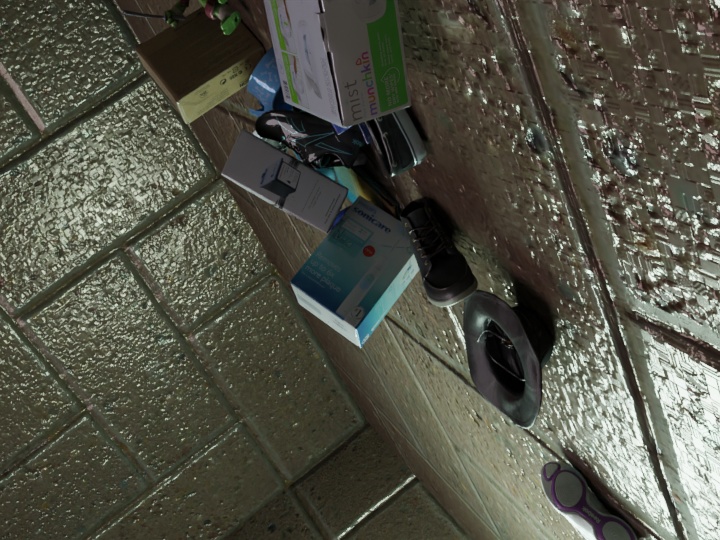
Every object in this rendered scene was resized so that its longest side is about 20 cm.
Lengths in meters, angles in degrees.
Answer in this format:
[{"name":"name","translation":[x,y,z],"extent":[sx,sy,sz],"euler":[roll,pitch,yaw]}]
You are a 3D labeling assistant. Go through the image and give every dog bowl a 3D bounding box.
[{"name":"dog bowl","translation":[-0.136,-0.312,1.307],"extent":[0.049,0.112,0.200],"euler":[39,168,3]}]

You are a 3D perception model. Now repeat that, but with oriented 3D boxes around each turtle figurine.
[{"name":"turtle figurine","translation":[-0.319,-0.494,1.376],"extent":[0.192,0.146,0.199],"euler":[31,-156,20]}]

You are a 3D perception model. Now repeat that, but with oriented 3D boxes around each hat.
[{"name":"hat","translation":[0.219,0.111,1.086],"extent":[0.201,0.080,0.204],"euler":[49,151,40]}]

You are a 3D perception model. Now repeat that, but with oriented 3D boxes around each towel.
[{"name":"towel","translation":[0.014,-0.133,1.403],"extent":[0.200,0.022,0.148],"euler":[47,166,32]}]

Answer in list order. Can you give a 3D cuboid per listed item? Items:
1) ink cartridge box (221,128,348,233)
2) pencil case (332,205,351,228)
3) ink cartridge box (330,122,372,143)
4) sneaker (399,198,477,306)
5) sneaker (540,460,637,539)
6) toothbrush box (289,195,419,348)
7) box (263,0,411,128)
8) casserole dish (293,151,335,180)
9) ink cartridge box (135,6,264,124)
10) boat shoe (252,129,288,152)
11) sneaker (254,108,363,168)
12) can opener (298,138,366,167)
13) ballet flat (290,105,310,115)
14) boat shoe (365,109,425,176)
[{"name":"ink cartridge box","translation":[-0.122,-0.145,1.301],"extent":[0.197,0.087,0.146],"euler":[27,-179,-2]},{"name":"pencil case","translation":[0.010,-0.030,1.559],"extent":[0.202,0.077,0.087],"euler":[60,-164,-26]},{"name":"ink cartridge box","translation":[-0.045,-0.267,1.095],"extent":[0.202,0.042,0.120],"euler":[55,-163,-10]},{"name":"sneaker","translation":[0.103,-0.028,1.117],"extent":[0.108,0.074,0.201],"euler":[61,-179,-23]},{"name":"sneaker","translation":[0.376,0.414,1.310],"extent":[0.200,0.074,0.100],"euler":[48,166,32]},{"name":"toothbrush box","translation":[0.000,0.000,1.308],"extent":[0.145,0.201,0.086],"euler":[33,161,20]},{"name":"box","translation":[-0.036,-0.282,0.860],"extent":[0.176,0.095,0.204],"euler":[35,141,56]},{"name":"casserole dish","translation":[-0.099,-0.229,1.507],"extent":[0.202,0.038,0.122],"euler":[59,170,18]},{"name":"ink cartridge box","translation":[-0.302,-0.404,1.485],"extent":[0.165,0.198,0.075],"euler":[50,168,23]},{"name":"boat shoe","translation":[-0.164,-0.254,1.496],"extent":[0.057,0.068,0.200],"euler":[58,177,-4]},{"name":"sneaker","translation":[-0.086,-0.207,1.221],"extent":[0.196,0.081,0.075],"euler":[9,178,27]},{"name":"can opener","translation":[-0.043,-0.203,1.327],"extent":[0.198,0.066,0.055],"euler":[8,104,54]},{"name":"ballet flat","translation":[-0.086,-0.278,1.311],"extent":[0.074,0.072,0.200],"euler":[54,175,2]},{"name":"boat shoe","translation":[0.015,-0.219,1.017],"extent":[0.202,0.056,0.069],"euler":[57,169,-11]}]
